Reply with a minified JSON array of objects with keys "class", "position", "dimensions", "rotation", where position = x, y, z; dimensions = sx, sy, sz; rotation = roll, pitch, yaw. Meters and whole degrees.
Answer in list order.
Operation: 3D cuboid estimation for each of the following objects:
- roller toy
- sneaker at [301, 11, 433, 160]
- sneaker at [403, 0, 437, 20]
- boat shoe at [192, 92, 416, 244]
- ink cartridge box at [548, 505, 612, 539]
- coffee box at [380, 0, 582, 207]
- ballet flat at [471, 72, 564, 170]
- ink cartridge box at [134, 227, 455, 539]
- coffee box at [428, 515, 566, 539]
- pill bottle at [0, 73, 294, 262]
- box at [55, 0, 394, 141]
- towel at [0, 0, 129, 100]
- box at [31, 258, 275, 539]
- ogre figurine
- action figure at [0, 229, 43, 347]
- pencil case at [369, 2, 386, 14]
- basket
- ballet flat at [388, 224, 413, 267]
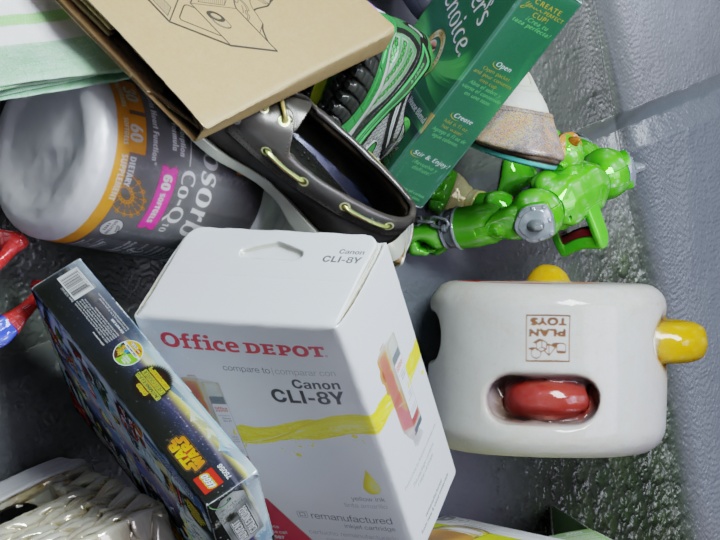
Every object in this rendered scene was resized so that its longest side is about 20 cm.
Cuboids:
[{"class":"roller toy","position":[0.144,0.066,1.500],"dimensions":[0.182,0.199,0.141],"rotation":[0,91,-39]},{"class":"sneaker","position":[-0.010,-0.084,1.362],"dimensions":[0.085,0.078,0.201],"rotation":[9,124,-36]},{"class":"sneaker","position":[-0.007,-0.258,1.428],"dimensions":[0.087,0.074,0.201],"rotation":[-35,108,-21]},{"class":"boat shoe","position":[-0.049,-0.086,1.229],"dimensions":[0.201,0.060,0.072],"rotation":[43,38,-21]},{"class":"ink cartridge box","position":[0.173,0.277,1.562],"dimensions":[0.048,0.200,0.147],"rotation":[-5,96,-17]},{"class":"coffee box","position":[0.074,-0.156,1.395],"dimensions":[0.044,0.200,0.123],"rotation":[24,34,-23]},{"class":"ballet flat","position":[0.095,-0.119,1.443],"dimensions":[0.068,0.200,0.068],"rotation":[9,97,-23]},{"class":"ink cartridge box","position":[-0.038,0.078,1.234],"dimensions":[0.084,0.144,0.201],"rotation":[-61,144,-43]},{"class":"coffee box","position":[0.073,0.308,1.432],"dimensions":[0.197,0.199,0.202],"rotation":[-8,99,-44]},{"class":"pill bottle","position":[-0.127,-0.064,1.270],"dimensions":[0.199,0.116,0.117],"rotation":[10,85,-45]},{"class":"box","position":[-0.090,-0.169,1.212],"dimensions":[0.163,0.021,0.200],"rotation":[45,40,12]},{"class":"towel","position":[-0.229,-0.191,1.160],"dimensions":[0.152,0.023,0.201],"rotation":[-16,72,-45]},{"class":"box","position":[-0.122,0.103,1.200],"dimensions":[0.040,0.200,0.137],"rotation":[-33,145,-17]},{"class":"ogre figurine","position":[0.138,-0.060,1.536],"dimensions":[0.199,0.119,0.099],"rotation":[-4,95,-46]},{"class":"action figure","position":[-0.266,0.060,1.185],"dimensions":[0.200,0.051,0.066],"rotation":[-49,119,-32]},{"class":"pencil case","position":[-0.046,-0.179,1.373],"dimensions":[0.200,0.084,0.086],"rotation":[28,34,-45]},{"class":"basket","position":[-0.180,0.236,1.217],"dimensions":[0.135,0.123,0.201],"rotation":[-23,108,-34]},{"class":"ballet flat","position":[0.000,0.000,1.440],"dimensions":[0.068,0.062,0.201],"rotation":[53,57,-33]}]
